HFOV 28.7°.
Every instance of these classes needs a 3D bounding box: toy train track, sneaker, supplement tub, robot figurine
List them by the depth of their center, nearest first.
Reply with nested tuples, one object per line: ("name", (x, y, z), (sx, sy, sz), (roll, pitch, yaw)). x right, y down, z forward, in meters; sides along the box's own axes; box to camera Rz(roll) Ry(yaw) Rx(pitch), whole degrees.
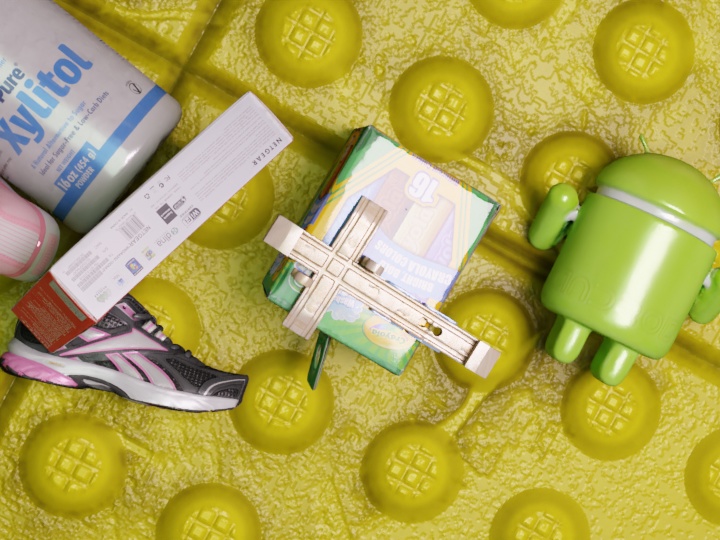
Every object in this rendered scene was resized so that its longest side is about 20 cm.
("sneaker", (-0.316, -0.051, 1.041), (0.105, 0.200, 0.075), (22, 89, -45))
("toy train track", (0.018, 0.021, 1.050), (0.200, 0.033, 0.115), (32, 91, -10))
("supplement tub", (-0.250, -0.135, 1.080), (0.200, 0.132, 0.132), (38, 90, -9))
("sneaker", (-0.184, 0.062, 1.134), (0.200, 0.080, 0.086), (14, 82, -13))
("robot figurine", (0.224, -0.007, 1.153), (0.175, 0.116, 0.200), (25, 91, 4))

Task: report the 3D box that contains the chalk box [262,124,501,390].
("chalk box", (0.000, 0.000, 1.124), (0.124, 0.125, 0.200), (32, 89, -8))

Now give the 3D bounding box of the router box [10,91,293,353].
("router box", (-0.159, -0.033, 1.046), (0.049, 0.179, 0.200), (48, 68, -8))
